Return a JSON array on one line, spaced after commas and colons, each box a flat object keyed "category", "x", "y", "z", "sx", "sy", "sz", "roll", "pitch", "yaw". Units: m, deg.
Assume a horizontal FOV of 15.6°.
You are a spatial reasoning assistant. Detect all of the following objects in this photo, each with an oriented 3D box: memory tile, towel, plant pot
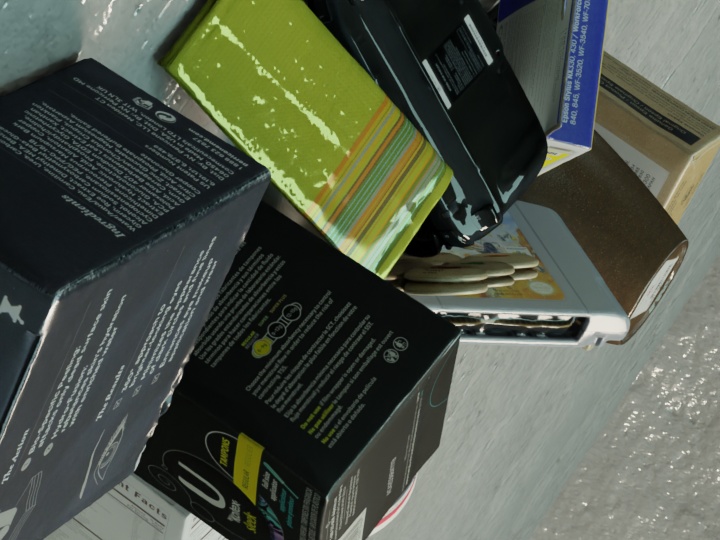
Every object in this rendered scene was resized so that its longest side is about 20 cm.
[{"category": "memory tile", "x": 0.000, "y": 0.000, "z": 1.621, "sx": 0.153, "sy": 0.200, "sz": 0.017, "roll": -12, "pitch": 101, "yaw": -67}, {"category": "towel", "x": -0.026, "y": -0.081, "z": 1.437, "sx": 0.200, "sy": 0.018, "sz": 0.086, "roll": 47, "pitch": 70, "yaw": -37}, {"category": "plant pot", "x": 0.135, "y": -0.037, "z": 1.944, "sx": 0.187, "sy": 0.200, "sz": 0.187, "roll": -52, "pitch": 166, "yaw": -19}]

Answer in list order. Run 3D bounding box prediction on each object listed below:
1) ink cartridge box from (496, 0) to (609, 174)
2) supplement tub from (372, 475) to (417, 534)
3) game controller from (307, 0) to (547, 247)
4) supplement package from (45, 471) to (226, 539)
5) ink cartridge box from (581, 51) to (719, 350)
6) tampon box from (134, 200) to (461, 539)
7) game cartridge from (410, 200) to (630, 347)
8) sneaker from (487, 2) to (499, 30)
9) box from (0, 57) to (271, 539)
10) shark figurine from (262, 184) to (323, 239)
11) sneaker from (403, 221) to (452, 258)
[{"category": "ink cartridge box", "x": 0.128, "y": -0.168, "z": 1.656, "sx": 0.200, "sy": 0.047, "sz": 0.198, "roll": 162, "pitch": -64, "yaw": -76}, {"category": "supplement tub", "x": -0.021, "y": 0.094, "z": 1.828, "sx": 0.140, "sy": 0.140, "sz": 0.200, "roll": -50, "pitch": 165, "yaw": -25}, {"category": "game controller", "x": 0.042, "y": -0.113, "z": 1.523, "sx": 0.104, "sy": 0.042, "sz": 0.200, "roll": -53, "pitch": 125, "yaw": -37}, {"category": "supplement package", "x": -0.126, "y": 0.139, "z": 1.628, "sx": 0.110, "sy": 0.114, "sz": 0.200, "roll": -45, "pitch": 163, "yaw": -34}, {"category": "ink cartridge box", "x": 0.168, "y": -0.065, "z": 2.070, "sx": 0.075, "sy": 0.165, "sz": 0.200, "roll": -32, "pitch": 152, "yaw": -55}, {"category": "tampon box", "x": -0.065, "y": 0.057, "z": 1.467, "sx": 0.126, "sy": 0.200, "sz": 0.150, "roll": -50, "pitch": 164, "yaw": -25}, {"category": "game cartridge", "x": 0.073, "y": -0.003, "z": 1.780, "sx": 0.200, "sy": 0.133, "sz": 0.042, "roll": 2, "pitch": 133, "yaw": -32}, {"category": "sneaker", "x": 0.099, "y": -0.155, "z": 1.822, "sx": 0.200, "sy": 0.071, "sz": 0.099, "roll": -45, "pitch": 168, "yaw": -26}, {"category": "box", "x": -0.165, "y": 0.028, "z": 1.233, "sx": 0.200, "sy": 0.117, "sz": 0.197, "roll": -36, "pitch": 155, "yaw": -58}, {"category": "shark figurine", "x": -0.030, "y": -0.037, "z": 1.623, "sx": 0.128, "sy": 0.089, "sz": 0.215, "roll": -51, "pitch": 163, "yaw": -17}, {"category": "sneaker", "x": 0.035, "y": -0.063, "z": 1.631, "sx": 0.200, "sy": 0.076, "sz": 0.115, "roll": 16, "pitch": 76, "yaw": -73}]
